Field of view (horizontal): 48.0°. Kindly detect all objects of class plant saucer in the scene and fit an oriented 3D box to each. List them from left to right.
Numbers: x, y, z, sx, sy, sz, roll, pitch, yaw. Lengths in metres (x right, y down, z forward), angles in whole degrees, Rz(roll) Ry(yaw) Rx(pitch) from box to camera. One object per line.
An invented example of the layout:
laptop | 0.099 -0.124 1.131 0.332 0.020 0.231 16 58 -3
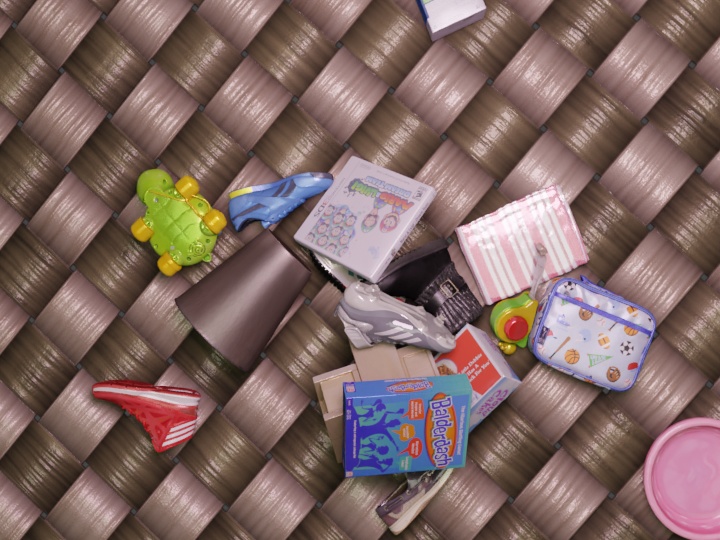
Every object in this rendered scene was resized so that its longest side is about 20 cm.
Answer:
plant saucer | 0.573 0.348 1.362 0.195 0.051 0.206 0 90 6

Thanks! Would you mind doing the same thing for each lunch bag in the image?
lunch bag | 0.386 0.101 1.364 0.196 0.076 0.163 23 93 1

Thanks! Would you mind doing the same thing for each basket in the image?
basket | -0.189 0.038 1.394 0.180 0.136 0.200 43 90 -4

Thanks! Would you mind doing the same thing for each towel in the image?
towel | 0.278 -0.044 1.400 0.197 0.030 0.149 -23 88 8

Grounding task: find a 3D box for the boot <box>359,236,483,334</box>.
boot | 0.103 0.048 1.352 0.208 0.079 0.160 -24 87 -28

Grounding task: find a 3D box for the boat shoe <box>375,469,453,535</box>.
boat shoe | 0.101 0.363 1.397 0.064 0.072 0.201 37 99 0

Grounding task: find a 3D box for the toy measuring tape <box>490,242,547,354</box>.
toy measuring tape | 0.261 0.051 1.362 0.072 0.074 0.204 11 113 5

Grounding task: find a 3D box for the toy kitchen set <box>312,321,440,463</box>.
toy kitchen set | 0.022 0.188 1.376 0.196 0.182 0.165 -17 55 -5

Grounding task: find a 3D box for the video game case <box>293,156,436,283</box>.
video game case | 0.004 -0.091 1.350 0.198 0.024 0.183 27 76 40

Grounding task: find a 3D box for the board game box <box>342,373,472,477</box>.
board game box | 0.070 0.241 1.255 0.195 0.045 0.155 -4 118 -8

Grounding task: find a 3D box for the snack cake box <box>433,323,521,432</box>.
snack cake box | 0.155 0.204 1.347 0.200 0.067 0.116 -47 52 17

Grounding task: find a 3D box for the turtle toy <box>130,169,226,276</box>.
turtle toy | -0.323 -0.094 1.417 0.145 0.101 0.201 -40 86 4

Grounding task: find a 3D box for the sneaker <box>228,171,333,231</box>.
sneaker | -0.136 -0.118 1.414 0.196 0.066 0.080 -14 81 11

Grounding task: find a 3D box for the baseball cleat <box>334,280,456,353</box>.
baseball cleat | 0.052 0.093 1.293 0.197 0.070 0.107 30 117 -4

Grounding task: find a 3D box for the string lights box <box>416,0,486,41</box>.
string lights box | 0.132 -0.515 1.391 0.101 0.059 0.204 -22 89 5

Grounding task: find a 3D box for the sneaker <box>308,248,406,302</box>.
sneaker | 0.000 0.000 1.411 0.199 0.070 0.094 41 79 3

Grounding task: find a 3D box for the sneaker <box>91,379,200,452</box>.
sneaker | -0.388 0.263 1.440 0.195 0.078 0.119 7 90 6
